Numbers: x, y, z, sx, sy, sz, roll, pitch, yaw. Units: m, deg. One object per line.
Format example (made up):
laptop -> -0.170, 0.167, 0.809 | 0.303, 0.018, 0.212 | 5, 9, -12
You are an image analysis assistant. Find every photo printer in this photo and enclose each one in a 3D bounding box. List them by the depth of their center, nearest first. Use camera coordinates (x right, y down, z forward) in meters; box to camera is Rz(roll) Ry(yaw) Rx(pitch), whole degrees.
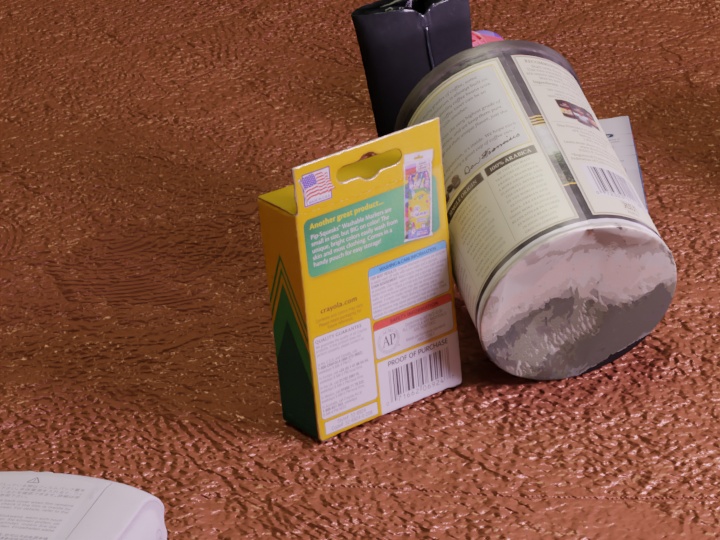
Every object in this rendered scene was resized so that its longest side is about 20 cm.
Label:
photo printer -> -0.216, 0.187, 1.505 | 0.165, 0.070, 0.200 | 2, 25, 17

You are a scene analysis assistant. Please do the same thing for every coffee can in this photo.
coffee can -> 0.120, -0.044, 1.775 | 0.145, 0.147, 0.201 | -11, 46, -12

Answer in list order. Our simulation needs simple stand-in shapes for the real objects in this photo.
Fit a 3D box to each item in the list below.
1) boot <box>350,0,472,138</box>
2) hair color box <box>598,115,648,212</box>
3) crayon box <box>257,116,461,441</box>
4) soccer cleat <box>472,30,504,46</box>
boot -> 0.020, -0.107, 1.944 | 0.164, 0.201, 0.066 | -18, 27, -27
hair color box -> 0.172, -0.054, 1.964 | 0.099, 0.061, 0.200 | -6, 25, 4
crayon box -> 0.000, 0.000, 1.712 | 0.125, 0.201, 0.051 | -20, 28, -31
soccer cleat -> 0.080, -0.189, 2.264 | 0.066, 0.077, 0.200 | 8, 28, 29
